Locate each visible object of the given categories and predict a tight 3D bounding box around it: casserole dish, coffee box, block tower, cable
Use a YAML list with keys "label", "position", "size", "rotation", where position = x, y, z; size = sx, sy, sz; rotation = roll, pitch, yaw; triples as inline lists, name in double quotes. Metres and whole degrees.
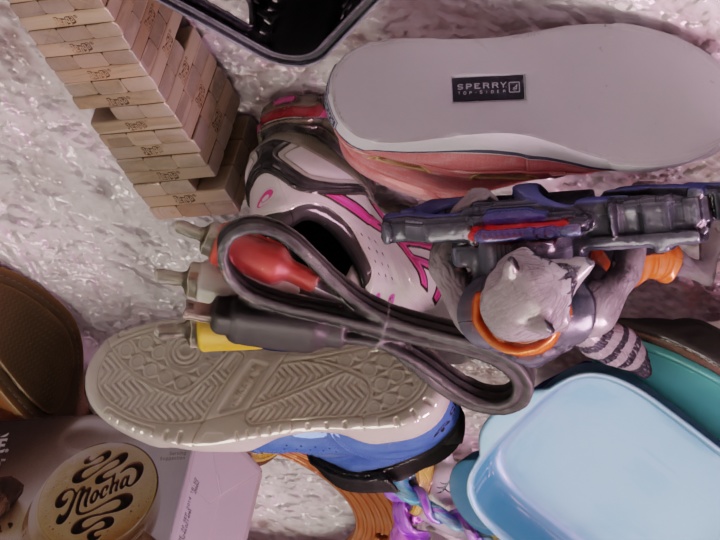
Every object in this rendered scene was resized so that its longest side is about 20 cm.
- label: "casserole dish"
  position: [0.149, 0.124, 1.557]
  size: [0.200, 0.039, 0.121]
  rotation: [38, 115, -13]
- label: "coffee box"
  position: [-0.170, 0.150, 1.684]
  size: [0.200, 0.113, 0.080]
  rotation: [-4, 145, 28]
- label: "block tower"
  position: [-0.113, -0.103, 1.487]
  size: [0.058, 0.054, 0.200]
  rotation: [-5, 141, 28]
- label: "cable"
  position: [-0.005, 0.016, 1.479]
  size: [0.200, 0.050, 0.097]
  rotation: [9, 127, -5]

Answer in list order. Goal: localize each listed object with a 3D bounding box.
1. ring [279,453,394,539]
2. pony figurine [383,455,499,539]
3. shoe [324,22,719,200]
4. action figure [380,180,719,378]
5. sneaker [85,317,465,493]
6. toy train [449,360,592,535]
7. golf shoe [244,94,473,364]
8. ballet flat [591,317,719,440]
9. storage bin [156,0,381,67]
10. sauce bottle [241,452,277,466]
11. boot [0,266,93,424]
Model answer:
- label: "ring"
  position: [-0.064, 0.139, 1.842]
  size: [0.200, 0.019, 0.200]
  rotation: [12, 147, 8]
- label: "pony figurine"
  position: [0.076, 0.198, 1.758]
  size: [0.200, 0.167, 0.193]
  rotation: [25, 106, -7]
- label: "shoe"
  position: [0.084, -0.075, 1.435]
  size: [0.200, 0.072, 0.091]
  rotation: [1, 168, 2]
- label: "action figure"
  position: [0.121, 0.007, 1.425]
  size: [0.200, 0.105, 0.193]
  rotation: [-4, -179, 25]
- label: "sneaker"
  position: [-0.042, 0.076, 1.581]
  size: [0.200, 0.077, 0.111]
  rotation: [-2, 158, 12]
- label: "toy train"
  position: [0.137, 0.162, 1.631]
  size: [0.085, 0.116, 0.200]
  rotation: [-30, 91, 49]
- label: "golf shoe"
  position: [0.000, 0.000, 1.551]
  size: [0.073, 0.092, 0.200]
  rotation: [-14, 137, 34]
- label: "ballet flat"
  position: [0.216, 0.069, 1.567]
  size: [0.200, 0.068, 0.068]
  rotation: [33, 145, -4]
- label: "storage bin"
  position: [-0.027, -0.194, 1.285]
  size: [0.135, 0.094, 0.200]
  rotation: [28, 144, -15]
- label: "sauce bottle"
  position: [-0.062, 0.072, 1.694]
  size: [0.065, 0.065, 0.200]
  rotation: [18, 142, -2]
- label: "boot"
  position: [-0.222, 0.078, 1.782]
  size: [0.155, 0.077, 0.200]
  rotation: [-9, 138, 43]
